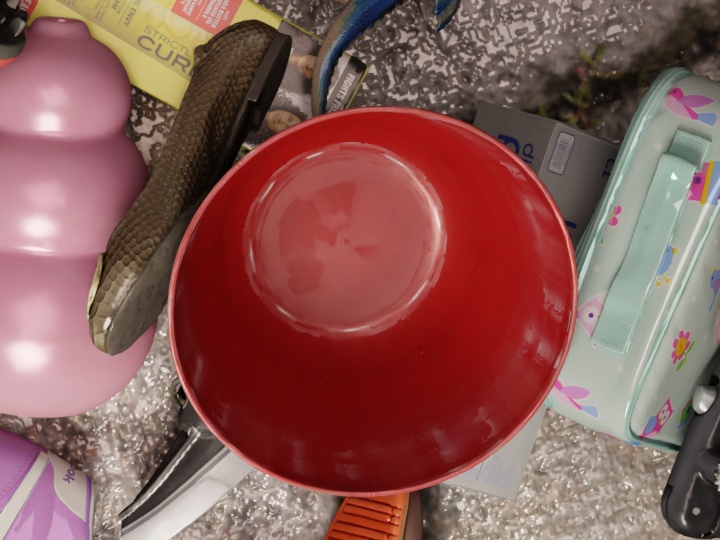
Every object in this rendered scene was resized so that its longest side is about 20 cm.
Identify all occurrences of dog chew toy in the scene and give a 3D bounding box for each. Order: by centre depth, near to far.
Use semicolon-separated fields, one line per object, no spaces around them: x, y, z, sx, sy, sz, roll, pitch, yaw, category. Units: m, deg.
-0.161;-0.029;1.144;0.124;0.125;0.201;5;102;-6;dog chew toy

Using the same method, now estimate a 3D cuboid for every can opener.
0.210;0.049;1.158;0.063;0.079;0.200;19;98;-24;can opener

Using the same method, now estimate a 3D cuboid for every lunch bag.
0.165;-0.008;1.166;0.077;0.160;0.200;23;93;27;lunch bag

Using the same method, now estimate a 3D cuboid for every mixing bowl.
0.000;0.000;1.114;0.200;0.108;0.201;-3;110;-8;mixing bowl

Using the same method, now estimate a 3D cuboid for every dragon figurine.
0.030;-0.165;1.165;0.099;0.059;0.201;11;68;-5;dragon figurine

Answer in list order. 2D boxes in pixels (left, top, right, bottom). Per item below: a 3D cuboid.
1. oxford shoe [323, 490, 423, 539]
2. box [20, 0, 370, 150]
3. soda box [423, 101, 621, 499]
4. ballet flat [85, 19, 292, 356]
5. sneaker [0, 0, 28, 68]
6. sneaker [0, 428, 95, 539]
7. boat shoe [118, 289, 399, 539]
0.015;0.207;1.224;0.072;0.071;0.201;8;91;-34;oxford shoe
-0.099;-0.127;1.188;0.200;0.050;0.075;30;91;-7;box
0.073;0.016;1.197;0.063;0.068;0.200;17;93;-39;soda box
-0.093;-0.047;1.114;0.046;0.067;0.200;23;66;6;ballet flat
-0.222;-0.149;1.126;0.071;0.201;0.098;23;123;-33;sneaker
-0.205;0.189;1.190;0.114;0.073;0.201;25;91;-10;sneaker
-0.065;0.066;1.197;0.200;0.070;0.066;-44;91;-2;boat shoe
